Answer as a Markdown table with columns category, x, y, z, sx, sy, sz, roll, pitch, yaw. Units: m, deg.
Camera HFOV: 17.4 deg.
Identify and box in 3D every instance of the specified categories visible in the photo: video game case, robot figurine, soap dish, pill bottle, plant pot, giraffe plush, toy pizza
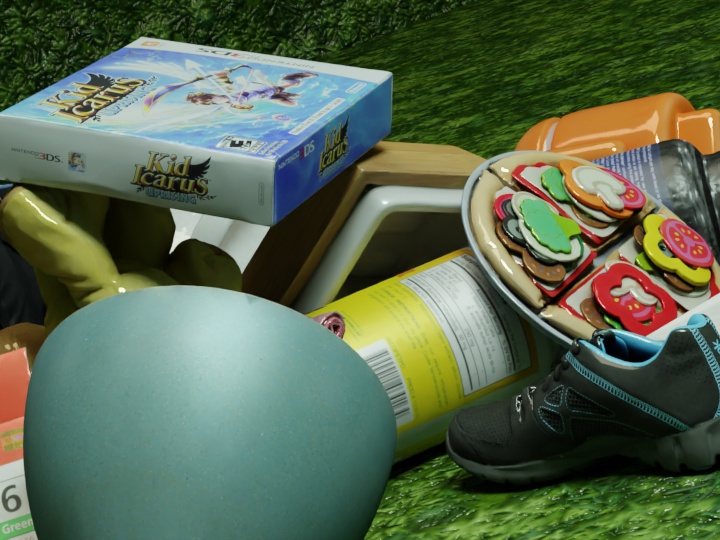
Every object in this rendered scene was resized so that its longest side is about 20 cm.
| category | x | y | z | sx | sy | sz | roll | pitch | yaw |
| --- | --- | --- | --- | --- | --- | --- | --- | --- | --- |
| video game case | -0.097 | -0.090 | 1.443 | 0.180 | 0.046 | 0.200 | 9 | 22 | 19 |
| robot figurine | 0.203 | -0.073 | 1.862 | 0.199 | 0.117 | 0.144 | -10 | 24 | 27 |
| soap dish | 0.000 | 0.000 | 1.566 | 0.157 | 0.081 | 0.200 | 0 | -47 | -45 |
| pill bottle | 0.193 | -0.028 | 1.662 | 0.199 | 0.112 | 0.112 | -15 | 11 | 11 |
| plant pot | -0.087 | 0.126 | 1.216 | 0.199 | 0.201 | 0.135 | -12 | 42 | 22 |
| giraffe plush | -0.167 | 0.053 | 1.452 | 0.172 | 0.200 | 0.162 | 10 | -55 | -50 |
| pill bottle | 0.045 | 0.053 | 1.497 | 0.199 | 0.110 | 0.109 | -22 | 12 | -25 |
| toy pizza | 0.157 | -0.012 | 1.501 | 0.200 | 0.200 | 0.032 | -31 | -23 | -50 |

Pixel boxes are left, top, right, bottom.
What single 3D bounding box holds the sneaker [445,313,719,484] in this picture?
| category | x | y | z | sx | sy | sz | roll | pitch | yaw |
| --- | --- | --- | --- | --- | --- | --- | --- | --- | --- |
| sneaker | 0.132 | 0.071 | 1.350 | 0.199 | 0.082 | 0.073 | -11 | 14 | 35 |

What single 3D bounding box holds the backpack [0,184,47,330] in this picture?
| category | x | y | z | sx | sy | sz | roll | pitch | yaw |
| --- | --- | --- | --- | --- | --- | --- | --- | --- | --- |
| backpack | -0.298 | 0.047 | 1.802 | 0.146 | 0.201 | 0.183 | -12 | 13 | 21 |

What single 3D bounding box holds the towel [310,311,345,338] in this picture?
| category | x | y | z | sx | sy | sz | roll | pitch | yaw |
| --- | --- | --- | --- | --- | --- | --- | --- | --- | --- |
| towel | -0.091 | 0.100 | 1.435 | 0.200 | 0.023 | 0.145 | -13 | 52 | 54 |

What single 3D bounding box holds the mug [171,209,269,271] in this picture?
| category | x | y | z | sx | sy | sz | roll | pitch | yaw |
| --- | --- | --- | --- | --- | --- | --- | --- | --- | --- |
| mug | -0.114 | -0.006 | 1.825 | 0.147 | 0.201 | 0.175 | 30 | 36 | 8 |

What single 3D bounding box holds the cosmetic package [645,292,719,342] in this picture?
| category | x | y | z | sx | sy | sz | roll | pitch | yaw |
| --- | --- | --- | --- | --- | --- | --- | --- | --- | --- |
| cosmetic package | 0.271 | 0.026 | 1.441 | 0.199 | 0.051 | 0.082 | -26 | 13 | -38 |

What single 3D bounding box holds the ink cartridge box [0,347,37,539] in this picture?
| category | x | y | z | sx | sy | sz | roll | pitch | yaw |
| --- | --- | --- | --- | --- | --- | --- | --- | --- | --- |
| ink cartridge box | -0.220 | 0.133 | 1.316 | 0.108 | 0.201 | 0.050 | -17 | -29 | -2 |
